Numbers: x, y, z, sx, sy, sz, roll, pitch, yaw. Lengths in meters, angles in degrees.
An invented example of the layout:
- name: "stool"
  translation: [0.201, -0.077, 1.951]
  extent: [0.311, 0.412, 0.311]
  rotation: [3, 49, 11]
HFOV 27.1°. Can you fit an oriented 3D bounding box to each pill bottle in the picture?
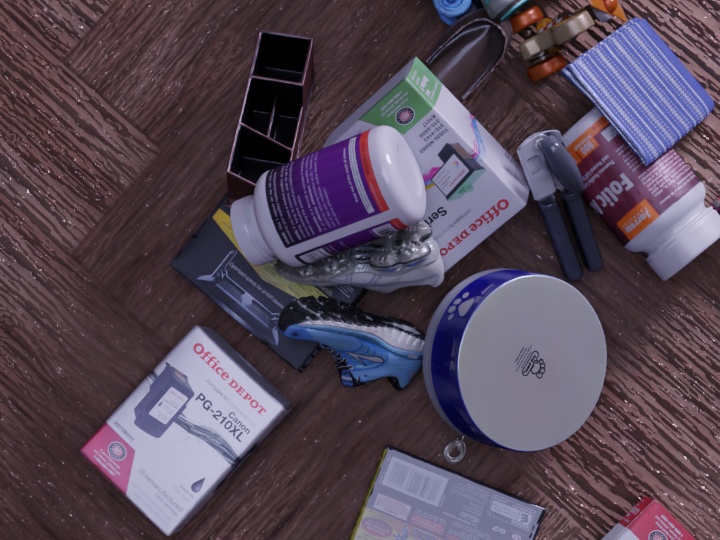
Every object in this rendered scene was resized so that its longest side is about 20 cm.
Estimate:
- name: "pill bottle"
  translation: [-0.036, -0.074, 1.616]
  extent: [0.199, 0.112, 0.113]
  rotation: [-20, 84, 18]
- name: "pill bottle"
  translation: [0.319, -0.094, 1.706]
  extent: [0.114, 0.114, 0.200]
  rotation: [-39, 83, -1]

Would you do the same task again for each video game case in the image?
- name: "video game case"
  translation: [0.089, 0.322, 1.726]
  extent: [0.199, 0.026, 0.181]
  rotation: [21, 86, 4]

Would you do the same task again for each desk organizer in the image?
- name: "desk organizer"
  translation: [-0.103, -0.172, 1.721]
  extent: [0.071, 0.077, 0.201]
  rotation: [9, 64, 2]

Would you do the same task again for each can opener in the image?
- name: "can opener"
  translation: [0.231, -0.068, 1.682]
  extent: [0.053, 0.067, 0.200]
  rotation: [-25, 121, -1]

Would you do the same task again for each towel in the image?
- name: "towel"
  translation: [0.318, -0.205, 1.697]
  extent: [0.145, 0.200, 0.024]
  rotation: [50, 133, 4]

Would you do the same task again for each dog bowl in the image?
- name: "dog bowl"
  translation: [0.173, 0.100, 1.670]
  extent: [0.199, 0.079, 0.201]
  rotation: [-2, 94, -26]

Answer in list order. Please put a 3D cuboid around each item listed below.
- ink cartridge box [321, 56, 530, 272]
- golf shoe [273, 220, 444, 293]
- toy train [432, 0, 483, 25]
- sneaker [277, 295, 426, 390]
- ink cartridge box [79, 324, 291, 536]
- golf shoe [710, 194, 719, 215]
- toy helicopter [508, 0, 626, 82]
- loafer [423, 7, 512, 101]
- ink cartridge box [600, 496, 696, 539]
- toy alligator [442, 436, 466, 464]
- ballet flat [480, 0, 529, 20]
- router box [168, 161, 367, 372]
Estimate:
- name: "ink cartridge box"
  translation: [0.075, -0.114, 1.687]
  extent: [0.145, 0.084, 0.200]
  rotation: [-40, 103, 24]
- name: "golf shoe"
  translation: [0.000, 0.000, 1.684]
  extent: [0.199, 0.097, 0.079]
  rotation: [-2, 54, 27]
- name: "toy train"
  translation: [0.098, -0.377, 1.754]
  extent: [0.114, 0.087, 0.200]
  rotation: [-43, 84, 5]
- name: "sneaker"
  translation: [-0.008, 0.092, 1.695]
  extent: [0.199, 0.078, 0.090]
  rotation: [18, 102, -30]
- name: "ink cartridge box"
  translation: [-0.199, 0.182, 1.725]
  extent: [0.145, 0.084, 0.200]
  rotation: [43, 89, 5]
- name: "golf shoe"
  translation: [0.506, -0.047, 1.711]
  extent: [0.200, 0.073, 0.092]
  rotation: [38, 87, 6]
- name: "toy helicopter"
  translation: [0.240, -0.275, 1.684]
  extent: [0.132, 0.200, 0.079]
  rotation: [-27, 97, 5]
- name: "loafer"
  translation: [0.100, -0.216, 1.723]
  extent: [0.073, 0.071, 0.200]
  rotation: [39, 110, -14]
- name: "ink cartridge box"
  translation: [0.307, 0.376, 1.679]
  extent: [0.200, 0.084, 0.144]
  rotation: [-45, 85, -2]
- name: "toy alligator"
  translation: [0.134, 0.128, 1.726]
  extent: [0.059, 0.054, 0.201]
  rotation: [16, 86, 5]
- name: "ballet flat"
  translation: [0.202, -0.344, 1.713]
  extent: [0.200, 0.067, 0.064]
  rotation: [-32, 84, -42]
- name: "router box"
  translation: [-0.098, -0.003, 1.752]
  extent: [0.200, 0.052, 0.157]
  rotation: [40, 88, 6]
